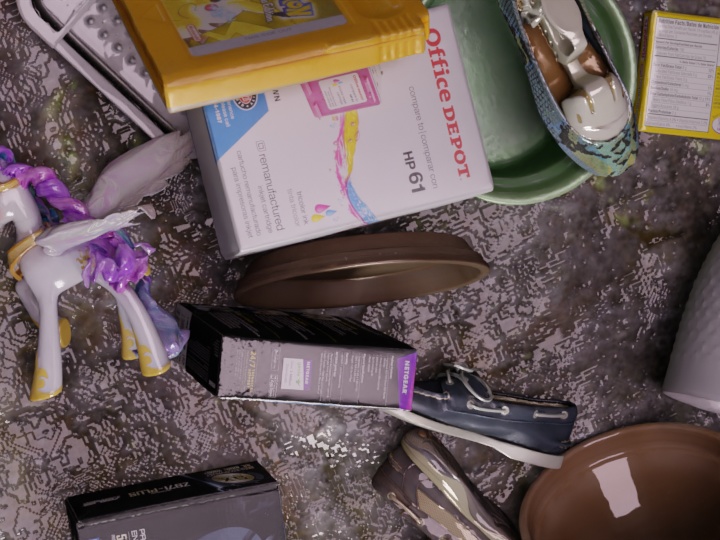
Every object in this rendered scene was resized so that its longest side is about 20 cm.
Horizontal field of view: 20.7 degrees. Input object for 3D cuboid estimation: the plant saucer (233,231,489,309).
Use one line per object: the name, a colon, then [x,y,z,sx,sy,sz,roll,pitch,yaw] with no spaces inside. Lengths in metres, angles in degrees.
plant saucer: [0.000,0.000,1.520,0.199,0.200,0.030,-4,81,-14]

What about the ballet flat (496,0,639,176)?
ballet flat: [0.161,-0.157,1.503,0.074,0.074,0.200,-34,104,-8]

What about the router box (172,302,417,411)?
router box: [-0.055,0.064,1.506,0.149,0.200,0.051,5,95,-15]

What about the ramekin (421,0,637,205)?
ramekin: [0.111,-0.156,1.577,0.199,0.098,0.201,-2,97,-14]

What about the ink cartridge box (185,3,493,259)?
ink cartridge box: [-0.017,-0.102,1.445,0.199,0.085,0.145,-14,90,-14]

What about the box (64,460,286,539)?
box: [-0.138,0.270,1.569,0.163,0.086,0.201,-9,98,-14]

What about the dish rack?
dish rack: [-0.151,-0.205,1.532,0.200,0.044,0.172,43,84,-15]

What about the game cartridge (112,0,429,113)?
game cartridge: [-0.067,-0.190,1.409,0.199,0.176,0.033,-16,130,-13]

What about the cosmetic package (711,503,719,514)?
cosmetic package: [0.382,0.247,1.708,0.102,0.074,0.200,-37,103,-7]

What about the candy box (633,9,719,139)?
candy box: [0.330,-0.159,1.670,0.199,0.026,0.103,5,93,-15]

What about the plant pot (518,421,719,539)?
plant pot: [0.237,0.222,1.613,0.200,0.201,0.093,-25,121,-10]

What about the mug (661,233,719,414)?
mug: [0.361,0.043,1.654,0.200,0.147,0.176,22,83,-46]

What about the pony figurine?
pony figurine: [-0.205,-0.015,1.482,0.192,0.167,0.201,-12,109,21]

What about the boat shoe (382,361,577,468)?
boat shoe: [0.089,0.109,1.614,0.199,0.075,0.062,19,93,-17]

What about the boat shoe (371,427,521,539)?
boat shoe: [0.084,0.221,1.635,0.073,0.075,0.200,-38,100,7]
